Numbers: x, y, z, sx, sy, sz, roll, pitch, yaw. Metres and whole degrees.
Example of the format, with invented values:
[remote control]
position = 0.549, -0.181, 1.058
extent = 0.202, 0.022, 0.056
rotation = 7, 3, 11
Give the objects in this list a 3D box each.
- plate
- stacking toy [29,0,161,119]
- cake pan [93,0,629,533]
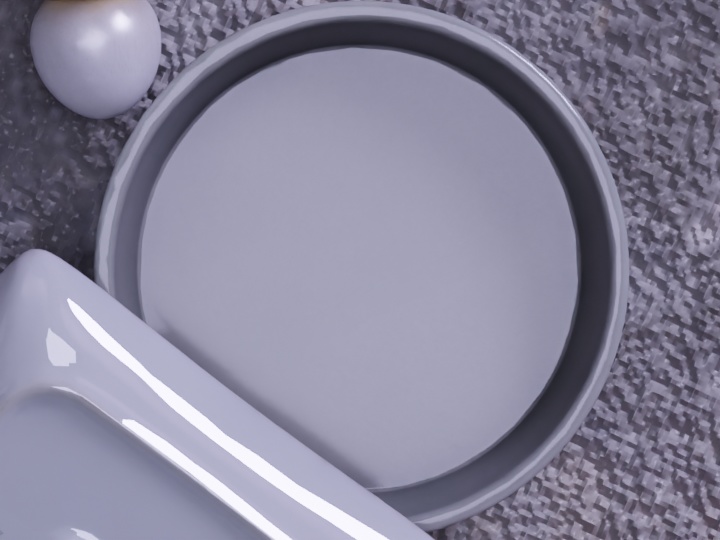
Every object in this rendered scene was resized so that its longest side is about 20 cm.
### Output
[plate]
position = -0.101, 0.126, 0.882
extent = 0.200, 0.032, 0.200
rotation = 37, 104, -3
[stacking toy]
position = -0.105, -0.151, 0.859
extent = 0.146, 0.146, 0.201
rotation = -6, 107, -3
[cake pan]
position = 0.000, 0.000, 0.902
extent = 0.199, 0.037, 0.201
rotation = 0, 92, -4
